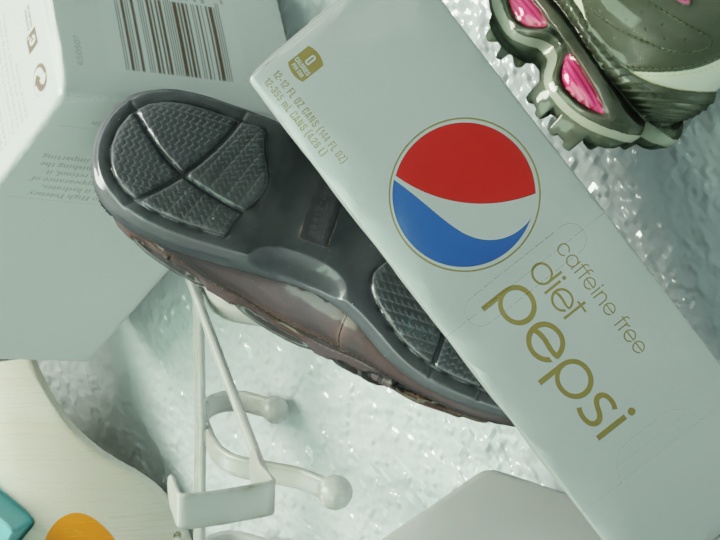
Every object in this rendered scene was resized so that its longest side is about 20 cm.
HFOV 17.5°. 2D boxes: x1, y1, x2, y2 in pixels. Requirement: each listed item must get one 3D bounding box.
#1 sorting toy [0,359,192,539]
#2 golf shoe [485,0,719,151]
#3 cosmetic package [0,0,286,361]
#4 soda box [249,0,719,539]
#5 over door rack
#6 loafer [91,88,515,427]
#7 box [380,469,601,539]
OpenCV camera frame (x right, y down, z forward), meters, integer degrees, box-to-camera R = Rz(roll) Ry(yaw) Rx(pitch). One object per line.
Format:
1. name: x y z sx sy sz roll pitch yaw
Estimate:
1. sorting toy: -0.185 0.081 1.038 0.199 0.107 0.181 -2 104 47
2. golf shoe: 0.052 -0.132 0.726 0.088 0.077 0.200 -45 77 28
3. cosmetic package: -0.114 -0.040 0.898 0.200 0.101 0.074 -42 52 47
4. soda box: 0.050 0.000 0.733 0.200 0.064 0.068 52 -178 -1
5. over door rack: -0.035 0.095 0.854 0.200 0.066 0.149 -95 5 -65
6. loafer: 0.000 0.000 0.808 0.199 0.072 0.063 26 159 2
7. box: 0.062 0.197 0.750 0.199 0.199 0.172 15 118 36
